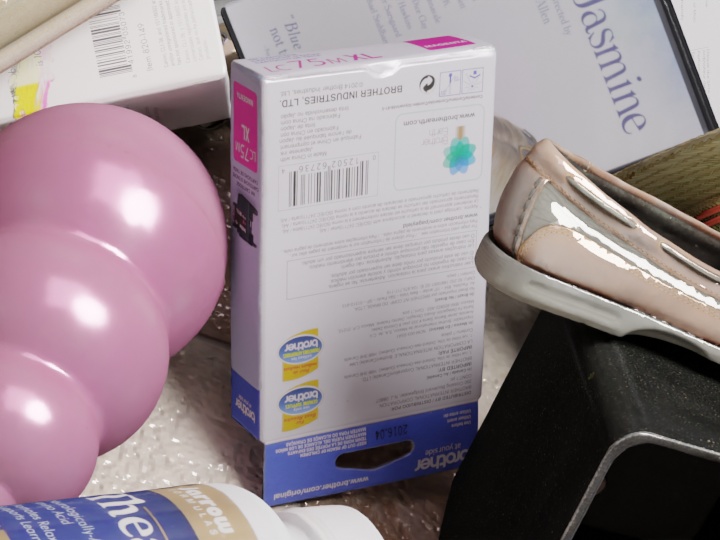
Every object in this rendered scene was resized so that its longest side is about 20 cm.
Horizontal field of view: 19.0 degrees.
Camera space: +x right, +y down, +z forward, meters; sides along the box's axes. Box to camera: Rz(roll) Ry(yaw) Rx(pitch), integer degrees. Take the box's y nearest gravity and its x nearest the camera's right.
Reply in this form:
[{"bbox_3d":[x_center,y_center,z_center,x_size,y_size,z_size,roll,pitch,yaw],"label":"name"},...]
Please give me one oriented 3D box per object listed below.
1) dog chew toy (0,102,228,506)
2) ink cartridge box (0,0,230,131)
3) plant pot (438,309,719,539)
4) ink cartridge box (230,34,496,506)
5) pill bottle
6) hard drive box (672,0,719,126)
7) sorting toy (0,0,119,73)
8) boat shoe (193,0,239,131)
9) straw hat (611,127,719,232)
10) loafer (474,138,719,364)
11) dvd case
[{"bbox_3d":[-0.130,0.023,0.910,0.124,0.125,0.201,25,48,-7],"label":"dog chew toy"},{"bbox_3d":[-0.167,-0.114,0.996,0.198,0.068,0.118,-11,78,-4],"label":"ink cartridge box"},{"bbox_3d":[0.135,0.116,0.934,0.198,0.201,0.178,15,29,-19],"label":"plant pot"},{"bbox_3d":[0.000,0.000,0.969,0.118,0.202,0.042,-10,20,-28],"label":"ink cartridge box"},{"bbox_3d":[-0.086,0.140,0.817,0.199,0.111,0.111,-3,50,-34],"label":"pill bottle"},{"bbox_3d":[0.122,-0.120,1.092,0.199,0.157,0.076,-14,17,-43],"label":"hard drive box"},{"bbox_3d":[-0.175,-0.189,0.961,0.184,0.037,0.201,-33,75,-11],"label":"sorting toy"},{"bbox_3d":[-0.078,-0.105,1.088,0.198,0.075,0.069,-7,70,-6],"label":"boat shoe"},{"bbox_3d":[0.202,-0.021,0.997,0.200,0.201,0.086,-13,81,-40],"label":"straw hat"},{"bbox_3d":[0.147,0.003,0.879,0.198,0.063,0.072,16,16,-16],"label":"loafer"},{"bbox_3d":[0.050,-0.092,0.996,0.144,0.199,0.018,67,17,-8],"label":"dvd case"}]
